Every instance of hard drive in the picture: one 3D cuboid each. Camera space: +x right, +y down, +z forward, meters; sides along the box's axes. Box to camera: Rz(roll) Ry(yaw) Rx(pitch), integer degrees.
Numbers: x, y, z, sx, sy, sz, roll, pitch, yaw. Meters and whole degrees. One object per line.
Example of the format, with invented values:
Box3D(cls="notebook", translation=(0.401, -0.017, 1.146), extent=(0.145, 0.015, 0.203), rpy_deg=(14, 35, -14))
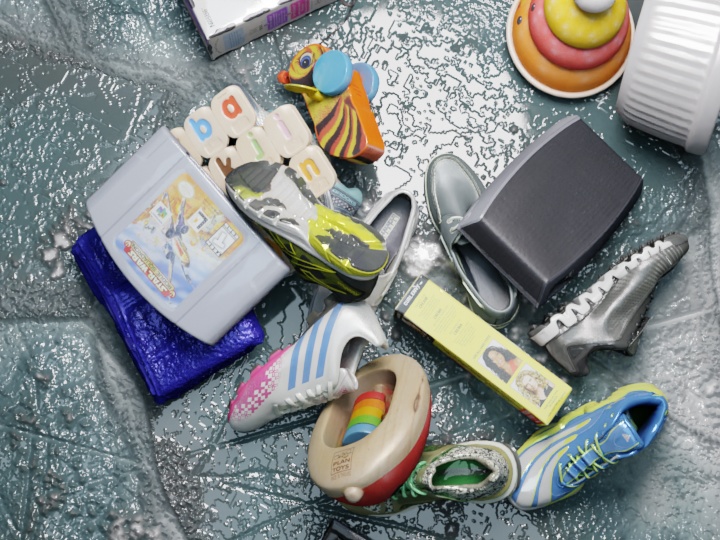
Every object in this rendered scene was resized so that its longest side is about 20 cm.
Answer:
Box3D(cls="hard drive", translation=(0.209, -0.071, 1.413), extent=(0.135, 0.042, 0.200), rpy_deg=(44, 64, 4))

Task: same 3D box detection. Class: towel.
Box3D(cls="towel", translation=(-0.206, 0.023, 1.397), extent=(0.147, 0.050, 0.202), rpy_deg=(-32, 86, 12))

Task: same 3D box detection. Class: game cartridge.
Box3D(cls="game cartridge", translation=(-0.183, -0.029, 1.358), extent=(0.133, 0.042, 0.200), rpy_deg=(-43, 86, 0))

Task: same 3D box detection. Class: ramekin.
Box3D(cls="ramekin", translation=(0.340, -0.231, 1.396), extent=(0.104, 0.200, 0.203), rpy_deg=(16, 81, 11))

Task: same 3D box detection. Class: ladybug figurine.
Box3D(cls="ladybug figurine", translation=(0.015, 0.168, 1.346), extent=(0.134, 0.201, 0.072), rpy_deg=(-20, 117, 29))

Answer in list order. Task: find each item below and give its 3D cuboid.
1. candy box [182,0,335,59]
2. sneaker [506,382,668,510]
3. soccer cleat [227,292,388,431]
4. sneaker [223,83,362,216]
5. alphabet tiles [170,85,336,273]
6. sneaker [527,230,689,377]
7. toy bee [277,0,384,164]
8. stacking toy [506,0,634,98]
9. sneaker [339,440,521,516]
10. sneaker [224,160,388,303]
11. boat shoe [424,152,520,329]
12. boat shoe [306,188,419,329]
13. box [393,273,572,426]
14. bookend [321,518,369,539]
Box3D(cls="candy box", translation=(-0.114, -0.356, 1.464), extent=(0.198, 0.072, 0.170), rpy_deg=(-27, 83, -6))
Box3D(cls="sneaker", translation=(0.236, 0.177, 1.372), extent=(0.199, 0.105, 0.076), rpy_deg=(-35, 83, -7))
Box3D(cls="soccer cleat", translation=(-0.055, 0.112, 1.368), extent=(0.200, 0.070, 0.087), rpy_deg=(-46, 71, 14))
Box3D(cls="sneaker", translation=(-0.076, -0.125, 1.438), extent=(0.086, 0.078, 0.201), rpy_deg=(-37, 90, -18))
Box3D(cls="alphabet tiles", translation=(-0.121, -0.083, 1.397), extent=(0.199, 0.015, 0.197), rpy_deg=(-32, 92, 25))
Box3D(cls="sneaker", translation=(0.280, 0.041, 1.417), extent=(0.199, 0.066, 0.091), rpy_deg=(-37, 86, -2))
Box3D(cls="toy bee", translation=(-0.034, -0.198, 1.428), extent=(0.108, 0.131, 0.203), rpy_deg=(-21, 50, 33))
Box3D(cls="stacking toy", translation=(0.235, -0.277, 1.394), extent=(0.144, 0.200, 0.149), rpy_deg=(0, 81, -2))
Box3D(cls="sneaker", translation=(0.064, 0.209, 1.364), extent=(0.197, 0.089, 0.078), rpy_deg=(-11, 78, 11))
Box3D(cls="sneaker", translation=(-0.063, -0.033, 1.341), extent=(0.199, 0.085, 0.074), rpy_deg=(36, 52, 21))
Box3D(cls="boat shoe", translation=(0.122, -0.037, 1.425), extent=(0.072, 0.062, 0.203), rpy_deg=(-18, 81, -2))
Box3D(cls="boat shoe", translation=(0.000, 0.000, 1.414), extent=(0.073, 0.065, 0.202), rpy_deg=(25, 82, 2))
Box3D(cls="box", translation=(0.127, 0.085, 1.401), extent=(0.199, 0.075, 0.050), rpy_deg=(37, 84, 3))
Box3D(cls="bookend", translation=(-0.067, 0.324, 1.350), extent=(0.197, 0.092, 0.202), rpy_deg=(32, 81, 4))
